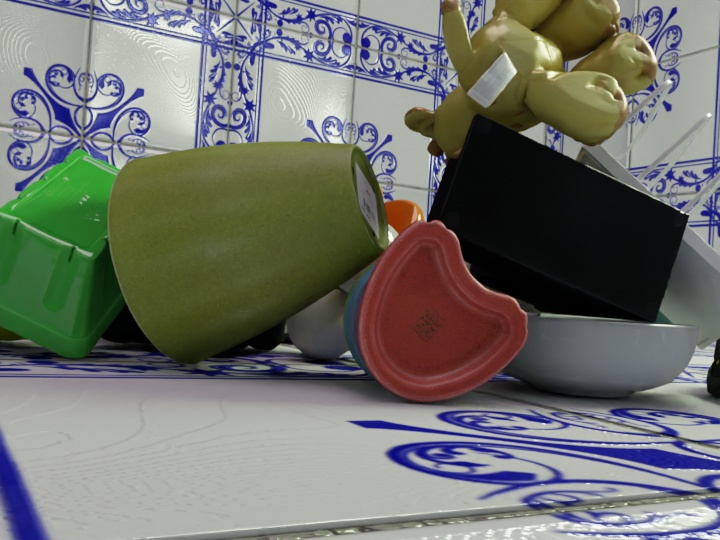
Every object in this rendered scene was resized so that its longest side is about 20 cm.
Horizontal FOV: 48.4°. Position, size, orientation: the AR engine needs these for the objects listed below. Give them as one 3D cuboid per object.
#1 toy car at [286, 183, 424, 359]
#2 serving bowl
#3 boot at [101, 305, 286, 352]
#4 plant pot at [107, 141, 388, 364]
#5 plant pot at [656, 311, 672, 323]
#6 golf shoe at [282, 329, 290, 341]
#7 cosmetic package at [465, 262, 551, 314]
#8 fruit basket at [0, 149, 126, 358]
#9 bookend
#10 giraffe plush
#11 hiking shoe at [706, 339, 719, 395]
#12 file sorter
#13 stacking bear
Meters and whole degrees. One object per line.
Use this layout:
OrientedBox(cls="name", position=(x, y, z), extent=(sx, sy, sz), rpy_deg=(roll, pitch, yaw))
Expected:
OrientedBox(cls="toy car", position=(0.000, 0.000, 0.889), extent=(0.148, 0.202, 0.176), rpy_deg=(19, 27, -25))
OrientedBox(cls="serving bowl", position=(0.196, 0.075, 0.717), extent=(0.196, 0.067, 0.200), rpy_deg=(4, -2, 0))
OrientedBox(cls="boot", position=(-0.186, 0.047, 0.903), extent=(0.165, 0.078, 0.200), rpy_deg=(7, 4, 16))
OrientedBox(cls="plant pot", position=(-0.081, -0.033, 0.697), extent=(0.196, 0.191, 0.187), rpy_deg=(-15, -7, 16))
OrientedBox(cls="plant pot", position=(0.313, 0.058, 0.951), extent=(0.138, 0.144, 0.200), rpy_deg=(3, 6, 15))
OrientedBox(cls="golf shoe", position=(-0.056, 0.054, 1.086), extent=(0.196, 0.097, 0.078), rpy_deg=(2, -1, 22))
OrientedBox(cls="cosmetic package", position=(0.170, 0.005, 0.872), extent=(0.199, 0.104, 0.087), rpy_deg=(-38, 1, -4))
OrientedBox(cls="fruit basket", position=(-0.299, 0.008, 0.772), extent=(0.153, 0.219, 0.216), rpy_deg=(25, -4, -5))
OrientedBox(cls="bookend", position=(0.137, -0.036, 0.704), extent=(0.196, 0.094, 0.200), rpy_deg=(22, -6, -11))
OrientedBox(cls="giraffe plush", position=(0.130, -0.149, 0.703), extent=(0.198, 0.174, 0.162), rpy_deg=(-30, -12, -26))
OrientedBox(cls="hiking shoe", position=(0.378, 0.071, 0.785), extent=(0.074, 0.103, 0.200), rpy_deg=(3, -2, 18))
OrientedBox(cls="file sorter", position=(0.305, -0.055, 0.750), extent=(0.200, 0.124, 0.139), rpy_deg=(46, -11, 16))
OrientedBox(cls="stacking bear", position=(0.037, 0.037, 0.662), extent=(0.122, 0.114, 0.200), rpy_deg=(45, -5, -6))
